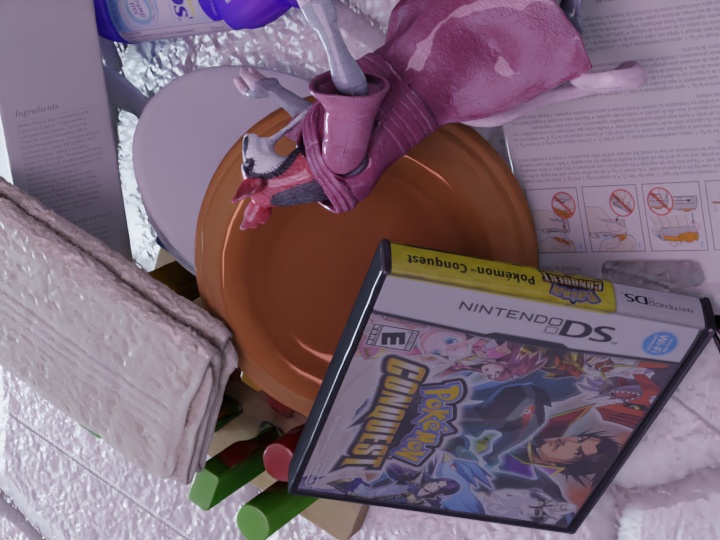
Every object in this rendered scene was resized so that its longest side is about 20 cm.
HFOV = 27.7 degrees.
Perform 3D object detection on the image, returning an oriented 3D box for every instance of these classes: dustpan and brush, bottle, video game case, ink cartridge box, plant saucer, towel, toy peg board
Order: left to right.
[{"bbox_3d":[-0.165,0.035,0.879,0.199,0.034,0.133,34,133,14],"label":"towel"},{"bbox_3d":[-0.112,-0.089,0.918,0.200,0.057,0.140,34,84,19],"label":"dustpan and brush"},{"bbox_3d":[-0.078,-0.185,0.874,0.199,0.065,0.084,0,104,31],"label":"bottle"},{"bbox_3d":[-0.076,0.060,0.931,0.199,0.098,0.200,29,118,20],"label":"toy peg board"},{"bbox_3d":[0.000,0.000,0.818,0.199,0.037,0.201,3,108,9],"label":"plant saucer"},{"bbox_3d":[0.070,0.072,0.799,0.180,0.026,0.201,10,136,-12],"label":"video game case"},{"bbox_3d":[0.151,-0.078,0.773,0.160,0.050,0.201,0,111,40],"label":"ink cartridge box"}]

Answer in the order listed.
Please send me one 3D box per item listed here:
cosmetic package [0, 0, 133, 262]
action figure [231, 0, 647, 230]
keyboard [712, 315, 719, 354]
[{"bbox_3d":[-0.200,-0.095,0.924,0.102,0.074,0.201,-134,36,-53],"label":"cosmetic package"},{"bbox_3d":[0.018,-0.083,0.739,0.200,0.134,0.149,-44,96,-4],"label":"action figure"},{"bbox_3d":[0.235,0.028,0.778,0.104,0.040,0.201,-16,90,16],"label":"keyboard"}]
